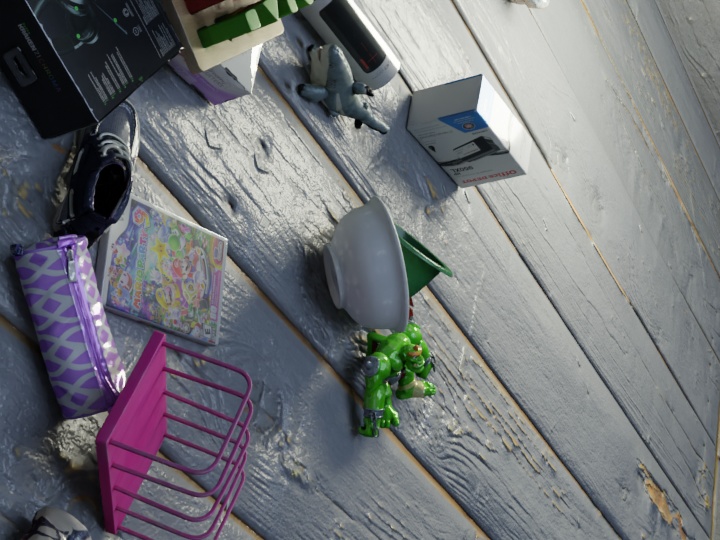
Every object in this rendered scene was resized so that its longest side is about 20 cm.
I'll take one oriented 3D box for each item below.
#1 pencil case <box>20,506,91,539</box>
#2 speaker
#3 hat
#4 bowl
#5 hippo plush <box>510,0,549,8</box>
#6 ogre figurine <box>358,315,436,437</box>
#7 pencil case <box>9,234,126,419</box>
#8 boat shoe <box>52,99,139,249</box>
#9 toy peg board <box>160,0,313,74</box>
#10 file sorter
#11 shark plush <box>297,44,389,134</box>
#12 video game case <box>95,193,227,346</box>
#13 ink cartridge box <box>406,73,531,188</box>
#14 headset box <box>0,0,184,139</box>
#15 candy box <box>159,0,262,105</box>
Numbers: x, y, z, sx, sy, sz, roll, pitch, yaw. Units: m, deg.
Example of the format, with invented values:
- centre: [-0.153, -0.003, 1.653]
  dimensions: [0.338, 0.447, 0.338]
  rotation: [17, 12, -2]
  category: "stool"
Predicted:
- centre: [-0.332, 0.318, 1.023]
  dimensions: [0.201, 0.088, 0.078]
  rotation: [-57, 133, -49]
  category: "pencil case"
- centre: [-0.019, -0.373, 1.676]
  dimensions: [0.200, 0.080, 0.082]
  rotation: [47, 46, -41]
  category: "speaker"
- centre: [0.037, 0.029, 1.696]
  dimensions: [0.200, 0.177, 0.165]
  rotation: [40, 9, 18]
  category: "hat"
- centre: [0.000, 0.000, 1.561]
  dimensions: [0.089, 0.201, 0.204]
  rotation: [-12, 92, -12]
  category: "bowl"
- centre: [0.351, -0.646, 2.219]
  dimensions: [0.160, 0.199, 0.161]
  rotation: [15, 47, -45]
  category: "hippo plush"
- centre: [0.052, 0.156, 1.637]
  dimensions: [0.199, 0.098, 0.121]
  rotation: [-27, 122, -31]
  category: "ogre figurine"
- centre: [-0.300, 0.058, 1.137]
  dimensions: [0.084, 0.085, 0.202]
  rotation: [-26, 104, -48]
  category: "pencil case"
- centre: [-0.276, -0.121, 1.199]
  dimensions: [0.074, 0.092, 0.202]
  rotation: [26, 59, -30]
  category: "boat shoe"
- centre: [-0.156, -0.374, 1.324]
  dimensions: [0.200, 0.097, 0.201]
  rotation: [-42, 116, -52]
  category: "toy peg board"
- centre: [-0.191, 0.194, 1.143]
  dimensions: [0.201, 0.124, 0.140]
  rotation: [102, 9, -50]
  category: "file sorter"
- centre: [-0.018, -0.264, 1.644]
  dimensions: [0.201, 0.083, 0.091]
  rotation: [54, 41, -34]
  category: "shark plush"
- centre: [-0.238, -0.001, 1.305]
  dimensions: [0.199, 0.018, 0.145]
  rotation: [27, 61, -50]
  category: "video game case"
- centre: [0.196, -0.242, 1.903]
  dimensions: [0.200, 0.143, 0.085]
  rotation: [41, 51, -43]
  category: "ink cartridge box"
- centre: [-0.316, -0.268, 1.190]
  dimensions: [0.175, 0.092, 0.201]
  rotation: [62, 38, -26]
  category: "headset box"
- centre: [-0.200, -0.348, 1.404]
  dimensions: [0.168, 0.071, 0.202]
  rotation: [40, 50, -45]
  category: "candy box"
